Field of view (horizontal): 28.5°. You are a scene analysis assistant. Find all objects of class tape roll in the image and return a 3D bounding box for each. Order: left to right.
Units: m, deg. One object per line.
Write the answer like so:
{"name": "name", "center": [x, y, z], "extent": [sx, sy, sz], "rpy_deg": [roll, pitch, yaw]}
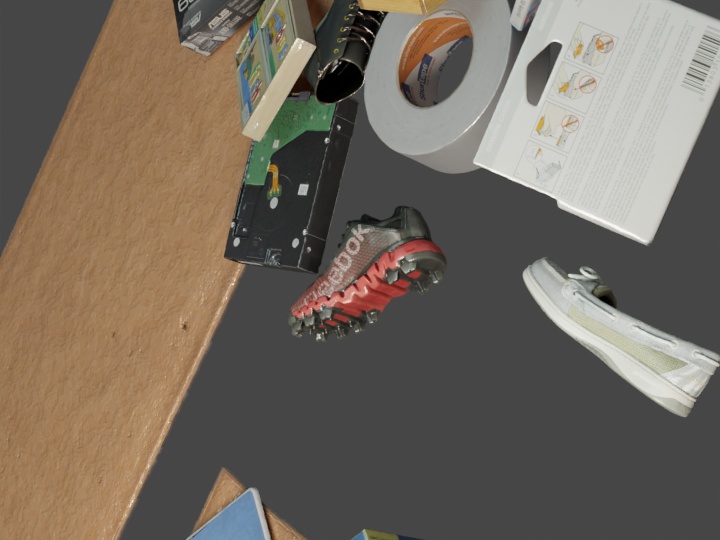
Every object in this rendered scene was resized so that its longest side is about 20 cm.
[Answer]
{"name": "tape roll", "center": [0.095, -0.205, 1.441], "extent": [0.199, 0.066, 0.203], "rpy_deg": [-17, 65, 40]}

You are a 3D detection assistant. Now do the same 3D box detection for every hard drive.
{"name": "hard drive", "center": [-0.079, -0.101, 1.603], "extent": [0.139, 0.038, 0.203], "rpy_deg": [6, 81, 46]}

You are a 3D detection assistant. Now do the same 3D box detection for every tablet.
{"name": "tablet", "center": [-0.128, 0.348, 1.513], "extent": [0.130, 0.014, 0.202], "rpy_deg": [-41, 51, 28]}

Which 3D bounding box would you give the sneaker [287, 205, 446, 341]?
{"name": "sneaker", "center": [0.000, 0.000, 1.463], "extent": [0.199, 0.070, 0.099], "rpy_deg": [-32, 55, 32]}

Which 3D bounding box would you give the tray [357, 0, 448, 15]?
{"name": "tray", "center": [0.095, -0.318, 1.411], "extent": [0.199, 0.037, 0.098], "rpy_deg": [-39, 34, -28]}

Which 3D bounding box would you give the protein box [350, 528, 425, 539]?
{"name": "protein box", "center": [0.009, 0.376, 1.274], "extent": [0.200, 0.134, 0.200], "rpy_deg": [-41, 50, 28]}

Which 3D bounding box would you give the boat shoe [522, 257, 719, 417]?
{"name": "boat shoe", "center": [0.222, 0.045, 1.223], "extent": [0.065, 0.074, 0.202], "rpy_deg": [-54, 49, 8]}

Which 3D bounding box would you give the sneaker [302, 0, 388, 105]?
{"name": "sneaker", "center": [0.009, -0.271, 1.526], "extent": [0.201, 0.074, 0.107], "rpy_deg": [-57, 23, 21]}

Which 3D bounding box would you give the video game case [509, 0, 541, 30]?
{"name": "video game case", "center": [0.197, -0.306, 1.271], "extent": [0.018, 0.200, 0.143], "rpy_deg": [42, 79, 8]}

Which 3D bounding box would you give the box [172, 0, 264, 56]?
{"name": "box", "center": [-0.159, -0.391, 1.777], "extent": [0.199, 0.049, 0.159], "rpy_deg": [-33, 55, 33]}

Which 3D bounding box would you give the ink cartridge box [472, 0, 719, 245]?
{"name": "ink cartridge box", "center": [0.217, -0.148, 1.248], "extent": [0.172, 0.044, 0.202], "rpy_deg": [25, 95, 13]}

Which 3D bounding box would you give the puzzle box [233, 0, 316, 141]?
{"name": "puzzle box", "center": [-0.101, -0.252, 1.629], "extent": [0.134, 0.025, 0.201], "rpy_deg": [-56, 24, 25]}
